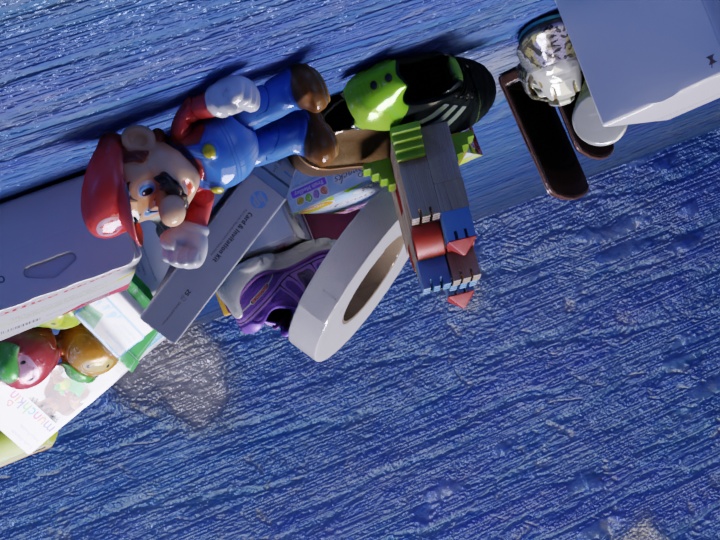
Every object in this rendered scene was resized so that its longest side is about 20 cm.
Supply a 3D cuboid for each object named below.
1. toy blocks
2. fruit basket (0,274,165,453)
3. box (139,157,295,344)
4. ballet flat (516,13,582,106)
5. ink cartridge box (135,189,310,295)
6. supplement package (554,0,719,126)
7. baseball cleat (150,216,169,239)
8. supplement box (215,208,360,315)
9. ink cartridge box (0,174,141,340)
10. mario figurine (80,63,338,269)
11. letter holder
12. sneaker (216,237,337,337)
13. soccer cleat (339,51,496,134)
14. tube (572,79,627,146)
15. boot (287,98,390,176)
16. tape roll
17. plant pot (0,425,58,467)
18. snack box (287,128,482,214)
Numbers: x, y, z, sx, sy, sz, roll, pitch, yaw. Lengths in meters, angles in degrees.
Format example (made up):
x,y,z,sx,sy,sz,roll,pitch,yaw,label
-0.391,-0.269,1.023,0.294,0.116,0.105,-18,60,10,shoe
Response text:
x,y,z,sx,sy,sz,roll,pitch,yaw,label
0.066,-0.041,1.497,0.099,0.138,0.200,-14,169,-3,toy blocks
-0.288,0.067,1.613,0.200,0.185,0.094,-43,-138,-6,fruit basket
-0.119,-0.030,1.482,0.156,0.041,0.200,-52,-172,9,box
0.184,-0.190,1.599,0.072,0.073,0.200,-22,176,3,ballet flat
-0.162,-0.030,1.752,0.199,0.086,0.146,-24,176,3,ink cartridge box
0.270,-0.204,1.485,0.121,0.121,0.200,-23,177,25,supplement package
-0.139,-0.069,1.437,0.106,0.070,0.200,-22,177,3,baseball cleat
-0.089,-0.035,1.932,0.085,0.111,0.199,-19,176,-42,supplement box
-0.268,-0.009,1.435,0.144,0.084,0.200,-21,177,-14,ink cartridge box
-0.107,-0.070,1.245,0.199,0.124,0.106,-25,-170,-13,mario figurine
0.240,-0.158,1.831,0.100,0.143,0.200,-23,176,19,letter holder
-0.075,0.022,1.734,0.080,0.084,0.200,-25,177,36,sneaker
0.067,-0.155,1.456,0.081,0.068,0.199,-26,172,39,soccer cleat
0.234,-0.179,1.597,0.058,0.052,0.200,-25,-161,23,tube
0.030,-0.133,1.553,0.199,0.074,0.075,-16,166,-38,boot
0.000,0.000,1.696,0.203,0.037,0.203,-52,169,-15,tape roll
-0.415,0.123,1.754,0.198,0.183,0.200,-22,178,-10,plant pot
0.020,-0.116,1.739,0.168,0.068,0.200,-23,175,16,snack box
